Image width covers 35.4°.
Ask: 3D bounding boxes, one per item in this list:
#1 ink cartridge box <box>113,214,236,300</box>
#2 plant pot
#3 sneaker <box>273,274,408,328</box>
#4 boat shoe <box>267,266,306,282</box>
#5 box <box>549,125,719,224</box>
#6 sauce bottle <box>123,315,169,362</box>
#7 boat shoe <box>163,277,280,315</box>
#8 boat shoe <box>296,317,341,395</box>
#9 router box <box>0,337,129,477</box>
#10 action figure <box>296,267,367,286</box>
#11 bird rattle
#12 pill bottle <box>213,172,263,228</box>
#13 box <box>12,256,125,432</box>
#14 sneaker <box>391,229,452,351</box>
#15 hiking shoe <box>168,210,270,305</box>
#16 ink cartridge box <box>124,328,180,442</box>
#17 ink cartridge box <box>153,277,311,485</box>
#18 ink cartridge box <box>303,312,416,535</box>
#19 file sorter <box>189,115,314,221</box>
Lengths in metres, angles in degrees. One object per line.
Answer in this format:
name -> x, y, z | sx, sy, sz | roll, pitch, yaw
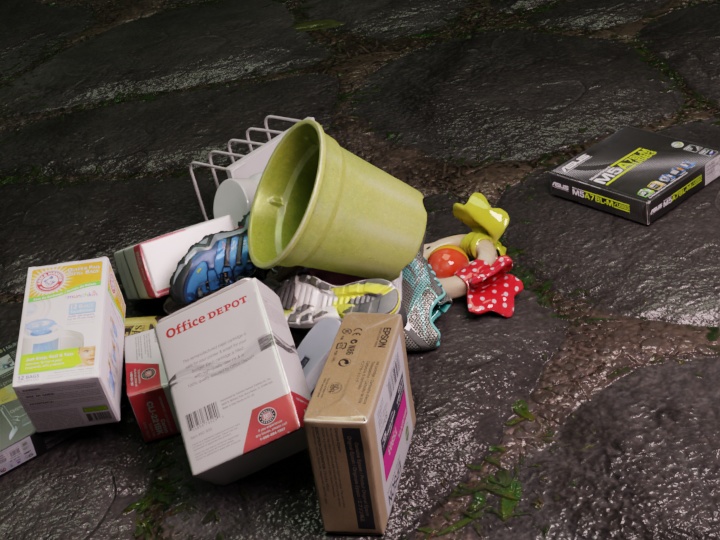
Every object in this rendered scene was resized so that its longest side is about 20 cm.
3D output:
ink cartridge box -> -0.270, -0.016, 1.670 | 0.145, 0.085, 0.200 | -20, 3, -23
plant pot -> -0.022, -0.073, 1.474 | 0.184, 0.201, 0.200 | 18, 20, -26
sneaker -> -0.030, 0.059, 1.461 | 0.199, 0.085, 0.075 | 3, 58, 30
boat shoe -> -0.113, -0.002, 1.683 | 0.200, 0.073, 0.072 | -29, 36, -25
box -> 0.434, -0.154, 1.770 | 0.200, 0.048, 0.193 | -30, 38, -29
sauce bottle -> -0.289, 0.094, 1.594 | 0.199, 0.066, 0.066 | -7, 31, 12
boat shoe -> -0.190, 0.048, 1.605 | 0.201, 0.075, 0.065 | 2, 11, 35
boat shoe -> -0.070, 0.158, 1.407 | 0.202, 0.086, 0.075 | -53, 39, -8
router box -> -0.435, 0.163, 1.497 | 0.200, 0.052, 0.157 | -28, 54, -25
action figure -> 0.000, 0.000, 1.583 | 0.149, 0.134, 0.200 | 14, 42, 35
bird rattle -> 0.151, -0.001, 1.606 | 0.163, 0.113, 0.200 | -14, 42, 19
pill bottle -> -0.117, -0.095, 1.733 | 0.200, 0.114, 0.114 | -4, 21, -39
box -> -0.371, 0.093, 1.451 | 0.112, 0.102, 0.200 | -7, 48, 0
sneaker -> 0.082, 0.028, 1.540 | 0.091, 0.078, 0.201 | 6, 63, 8
hiking shoe -> -0.171, -0.013, 1.544 | 0.200, 0.075, 0.087 | -38, 57, -22
ink cartridge box -> -0.203, 0.128, 1.489 | 0.199, 0.084, 0.144 | -16, 31, -4
ink cartridge box -> -0.145, 0.132, 1.339 | 0.146, 0.083, 0.201 | -25, 64, 12
ink cartridge box -> 0.004, 0.169, 1.271 | 0.075, 0.165, 0.200 | 0, 33, 15
file sorter -> -0.172, -0.160, 1.904 | 0.124, 0.139, 0.200 | 14, 39, 40
